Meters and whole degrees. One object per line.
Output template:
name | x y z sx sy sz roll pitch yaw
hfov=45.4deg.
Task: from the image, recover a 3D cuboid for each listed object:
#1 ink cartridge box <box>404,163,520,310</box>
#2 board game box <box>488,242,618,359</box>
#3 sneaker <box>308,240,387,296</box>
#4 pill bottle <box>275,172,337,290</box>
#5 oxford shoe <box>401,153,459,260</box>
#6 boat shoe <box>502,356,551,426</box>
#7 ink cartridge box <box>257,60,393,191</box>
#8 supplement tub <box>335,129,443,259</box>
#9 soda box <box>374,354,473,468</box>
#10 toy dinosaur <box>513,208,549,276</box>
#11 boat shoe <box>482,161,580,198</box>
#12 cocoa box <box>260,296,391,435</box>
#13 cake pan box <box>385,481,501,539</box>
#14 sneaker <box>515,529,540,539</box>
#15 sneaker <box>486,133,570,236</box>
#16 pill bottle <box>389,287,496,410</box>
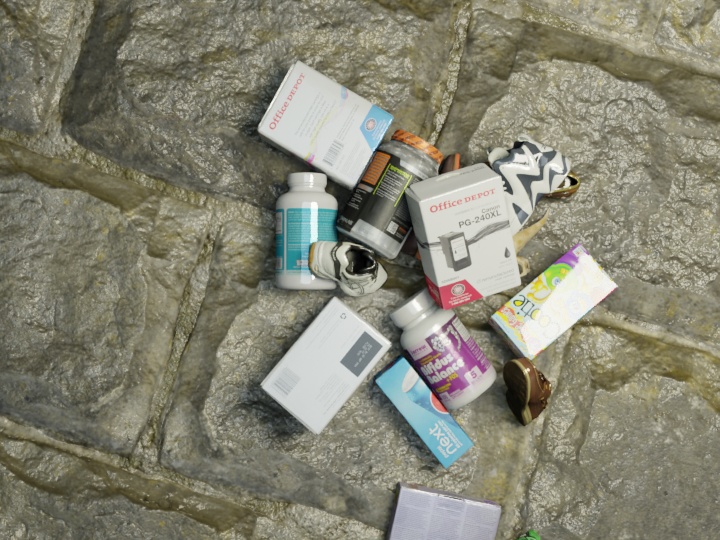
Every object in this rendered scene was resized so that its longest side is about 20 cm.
ink cartridge box | 0.170 -0.057 1.423 0.144 0.083 0.201 -18 113 -6
board game box | 0.335 0.061 1.513 0.200 0.103 0.105 -40 79 -1
sneaker | 0.000 0.000 1.468 0.087 0.199 0.076 -2 78 35
pill bottle | -0.094 -0.067 1.506 0.110 0.111 0.202 1 90 -2
oxford shoe | 0.121 -0.122 1.534 0.072 0.071 0.201 23 88 5
boat shoe | 0.292 0.199 1.487 0.067 0.201 0.072 -29 56 -7
ink cartridge box | -0.063 -0.253 1.521 0.199 0.085 0.145 30 89 -2
supplement tub | 0.053 -0.131 1.477 0.122 0.123 0.201 30 89 -1
soda box | 0.112 0.249 1.533 0.068 0.064 0.200 -39 91 -1
toy dinosaur | 0.270 -0.037 1.543 0.199 0.058 0.102 -23 89 -2
boat shoe | 0.293 -0.167 1.538 0.198 0.068 0.073 0 90 -1
cocoa box | -0.059 0.160 1.495 0.133 0.131 0.200 40 89 -1
cake pan box | 0.145 0.490 1.540 0.198 0.052 0.186 11 91 -1
sneaker | 0.351 0.549 1.532 0.200 0.078 0.085 44 88 0
sneaker | 0.249 -0.147 1.472 0.129 0.080 0.199 38 124 -3
pill bottle | 0.140 0.135 1.511 0.112 0.112 0.201 -36 91 -2
